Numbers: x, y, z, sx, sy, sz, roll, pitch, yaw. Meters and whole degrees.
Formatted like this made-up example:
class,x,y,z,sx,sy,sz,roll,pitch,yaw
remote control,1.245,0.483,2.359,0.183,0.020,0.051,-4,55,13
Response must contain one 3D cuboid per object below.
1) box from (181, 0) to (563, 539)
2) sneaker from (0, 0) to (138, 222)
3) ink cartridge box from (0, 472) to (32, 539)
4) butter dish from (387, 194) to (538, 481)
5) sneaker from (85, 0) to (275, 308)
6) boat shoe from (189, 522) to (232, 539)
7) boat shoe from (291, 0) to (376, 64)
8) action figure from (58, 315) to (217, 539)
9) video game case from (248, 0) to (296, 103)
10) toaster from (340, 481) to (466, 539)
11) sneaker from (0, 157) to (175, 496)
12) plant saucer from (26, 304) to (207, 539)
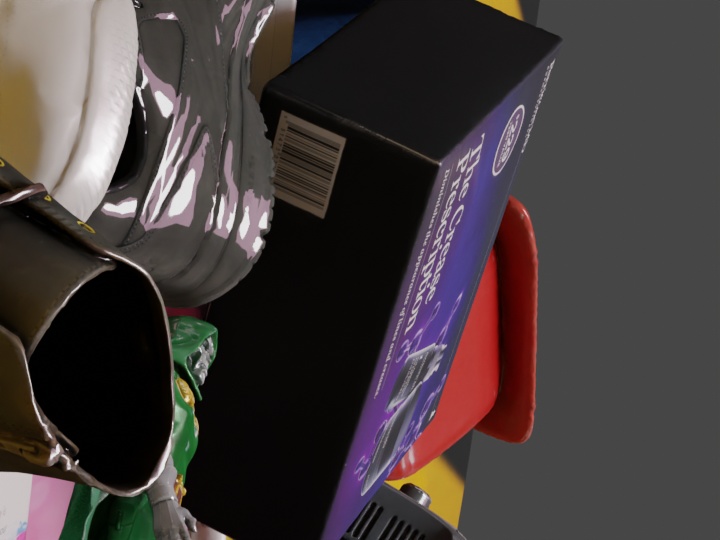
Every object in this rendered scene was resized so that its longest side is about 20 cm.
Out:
class,x,y,z,sx,sy,sz,roll,pitch,yaw
box,0.000,0.000,0.814,0.141,0.079,0.201,-50,161,-55
sneaker,-0.123,-0.107,0.601,0.088,0.075,0.201,10,68,-48
ink cartridge box,-0.152,0.083,0.619,0.116,0.067,0.201,-26,124,-78
butter dish,-0.022,0.031,1.013,0.148,0.199,0.200,-50,153,-31
sneaker,-0.074,-0.092,0.691,0.091,0.076,0.201,16,68,-54
boat shoe,-0.047,0.154,0.897,0.074,0.086,0.203,10,75,-57
boat shoe,-0.011,-0.132,0.917,0.200,0.084,0.069,153,-63,-72
action figure,-0.083,0.100,0.707,0.118,0.054,0.201,93,6,-57
video game case,-0.052,-0.140,0.884,0.200,0.018,0.144,-141,-124,-74
toaster,-0.023,0.199,1.009,0.201,0.113,0.129,-58,172,-11
sneaker,-0.117,-0.028,0.474,0.075,0.106,0.200,-54,130,-28
plant saucer,-0.119,0.085,0.780,0.200,0.051,0.202,15,90,-73
